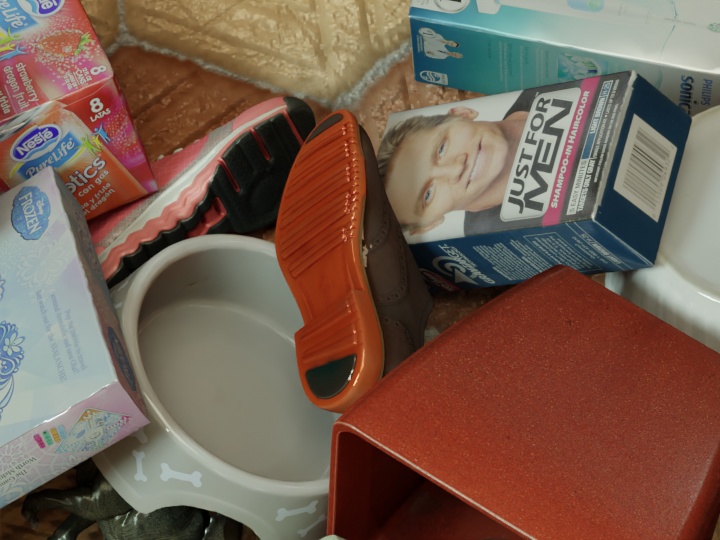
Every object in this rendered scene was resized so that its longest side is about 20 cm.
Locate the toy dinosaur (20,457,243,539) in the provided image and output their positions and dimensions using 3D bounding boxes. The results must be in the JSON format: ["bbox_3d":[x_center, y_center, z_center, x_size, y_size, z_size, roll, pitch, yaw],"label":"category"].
[{"bbox_3d":[-0.131,0.137,1.526,0.102,0.077,0.200,-41,96,-9],"label":"toy dinosaur"}]

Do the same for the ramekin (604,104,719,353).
[{"bbox_3d":[0.240,-0.013,1.548,0.202,0.094,0.203,-3,53,5],"label":"ramekin"}]

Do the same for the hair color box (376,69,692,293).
[{"bbox_3d":[0.090,-0.049,1.555,0.200,0.060,0.100,-8,56,46],"label":"hair color box"}]

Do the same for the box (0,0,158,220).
[{"bbox_3d":[-0.205,-0.122,1.618,0.095,0.100,0.200,-23,45,-6],"label":"box"}]

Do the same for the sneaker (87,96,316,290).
[{"bbox_3d":[-0.114,-0.049,1.627,0.200,0.074,0.087,-42,49,-20],"label":"sneaker"}]

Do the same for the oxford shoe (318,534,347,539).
[{"bbox_3d":[-0.061,0.234,1.478,0.058,0.075,0.200,43,98,-15],"label":"oxford shoe"}]

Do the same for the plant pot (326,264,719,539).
[{"bbox_3d":[0.112,0.120,1.476,0.200,0.200,0.176,30,60,16],"label":"plant pot"}]

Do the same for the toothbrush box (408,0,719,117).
[{"bbox_3d":[0.143,-0.181,1.657,0.199,0.085,0.147,10,66,10],"label":"toothbrush box"}]

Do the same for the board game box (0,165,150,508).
[{"bbox_3d":[-0.229,0.059,1.481,0.199,0.043,0.200,-30,41,6],"label":"board game box"}]

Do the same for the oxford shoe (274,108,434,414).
[{"bbox_3d":[0.000,0.000,1.538,0.071,0.072,0.201,-30,51,39],"label":"oxford shoe"}]

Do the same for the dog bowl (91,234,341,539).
[{"bbox_3d":[-0.065,0.066,1.524,0.200,0.059,0.201,17,50,-21],"label":"dog bowl"}]
